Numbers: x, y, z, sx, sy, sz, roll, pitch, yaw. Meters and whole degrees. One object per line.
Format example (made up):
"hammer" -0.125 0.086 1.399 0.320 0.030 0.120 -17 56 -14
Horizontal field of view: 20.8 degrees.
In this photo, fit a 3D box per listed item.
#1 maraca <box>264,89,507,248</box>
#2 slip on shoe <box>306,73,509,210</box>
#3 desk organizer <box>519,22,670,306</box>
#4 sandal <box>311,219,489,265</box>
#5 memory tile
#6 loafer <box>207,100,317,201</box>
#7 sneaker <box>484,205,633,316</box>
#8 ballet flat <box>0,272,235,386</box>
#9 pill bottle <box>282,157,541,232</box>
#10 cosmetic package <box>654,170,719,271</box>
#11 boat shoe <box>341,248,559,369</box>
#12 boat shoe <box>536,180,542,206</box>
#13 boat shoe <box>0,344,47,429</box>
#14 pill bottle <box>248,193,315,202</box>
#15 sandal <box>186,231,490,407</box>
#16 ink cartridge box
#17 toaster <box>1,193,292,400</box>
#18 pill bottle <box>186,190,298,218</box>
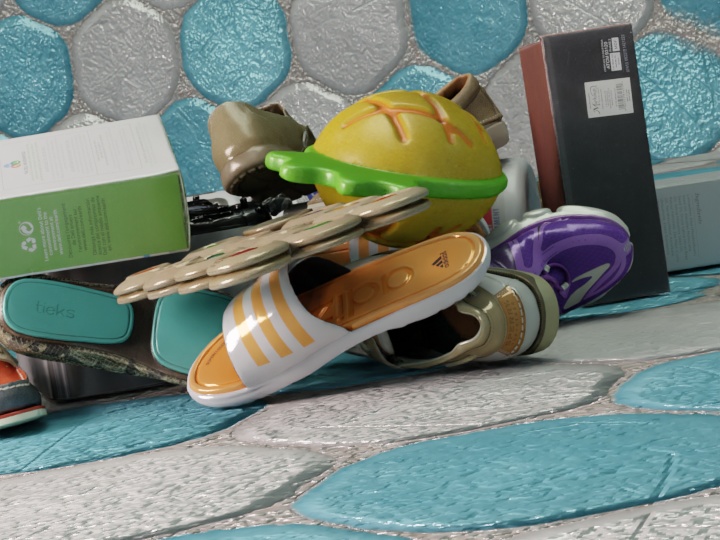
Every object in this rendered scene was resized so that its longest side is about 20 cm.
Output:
"maraca" 0.021 -0.068 1.333 0.136 0.108 0.200 12 12 29
"slip on shoe" 0.031 -0.090 1.474 0.199 0.061 0.076 -28 13 -34
"desk organizer" 0.174 -0.079 1.479 0.071 0.202 0.077 -9 3 -10
"sandal" 0.002 0.008 1.452 0.206 0.080 0.059 -13 8 29
"memory tile" -0.057 -0.016 1.197 0.153 0.017 0.200 -22 6 -28
"loafer" -0.068 -0.092 1.515 0.076 0.068 0.200 -22 -7 6
"sneaker" 0.100 0.017 1.354 0.199 0.081 0.083 -18 20 -8
"ballet flat" -0.143 0.043 1.288 0.198 0.068 0.075 9 -19 -5
"pill bottle" 0.042 -0.023 1.556 0.199 0.113 0.112 -7 5 13
"cosmetic package" 0.272 -0.041 1.627 0.199 0.072 0.101 -9 5 -12
"boat shoe" 0.029 0.025 1.255 0.199 0.075 0.068 -3 3 45
"boat shoe" 0.125 -0.019 1.672 0.199 0.065 0.071 -28 19 -15
"boat shoe" -0.257 0.069 1.286 0.071 0.063 0.200 -8 6 -23
"pill bottle" -0.018 -0.040 1.832 0.199 0.117 0.115 -12 6 -32
"sandal" -0.023 0.012 1.199 0.206 0.059 0.079 -26 32 9
"ink cartridge box" -0.217 -0.044 1.286 0.199 0.060 0.104 -9 26 -9
"toaster" -0.154 0.015 1.408 0.180 0.120 0.200 -10 5 -18
"pill bottle" -0.148 -0.004 1.642 0.199 0.115 0.114 -9 5 -16
